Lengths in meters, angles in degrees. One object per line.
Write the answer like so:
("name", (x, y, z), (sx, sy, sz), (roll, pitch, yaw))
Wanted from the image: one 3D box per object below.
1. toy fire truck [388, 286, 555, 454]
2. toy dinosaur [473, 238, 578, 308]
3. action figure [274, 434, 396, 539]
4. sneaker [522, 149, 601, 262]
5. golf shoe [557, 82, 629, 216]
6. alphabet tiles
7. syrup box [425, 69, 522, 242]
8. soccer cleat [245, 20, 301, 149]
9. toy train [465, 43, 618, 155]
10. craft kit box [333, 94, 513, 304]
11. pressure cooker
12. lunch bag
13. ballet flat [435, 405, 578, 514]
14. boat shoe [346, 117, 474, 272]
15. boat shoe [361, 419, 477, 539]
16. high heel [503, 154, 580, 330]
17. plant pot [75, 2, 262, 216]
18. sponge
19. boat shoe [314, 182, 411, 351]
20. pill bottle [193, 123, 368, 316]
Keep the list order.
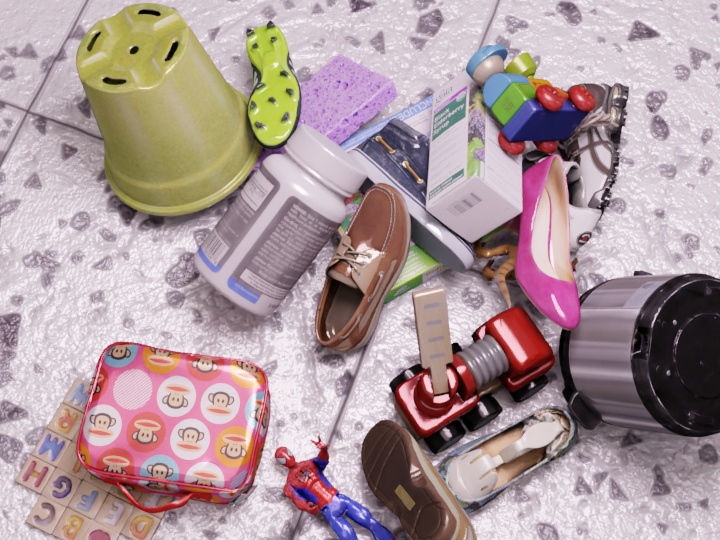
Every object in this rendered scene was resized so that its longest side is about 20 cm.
("toy fire truck", (0.117, 0.088, 1.290), (0.176, 0.200, 0.129), (-29, 73, -12))
("toy dinosaur", (0.177, -0.008, 1.361), (0.106, 0.200, 0.061), (5, 103, 39))
("action figure", (-0.020, 0.254, 1.280), (0.200, 0.099, 0.065), (41, 72, 15))
("sneaker", (0.218, -0.109, 1.410), (0.074, 0.089, 0.200), (2, 45, -45))
("golf shoe", (0.271, -0.144, 1.457), (0.094, 0.078, 0.200), (11, 58, 5))
("alphabet tiles", (-0.278, 0.211, 1.331), (0.166, 0.006, 0.200), (25, 70, 7))
("syrup box", (0.131, -0.139, 1.366), (0.081, 0.079, 0.200), (34, 42, -29))
("soccer cleat", (-0.099, -0.210, 1.421), (0.067, 0.081, 0.200), (-15, 51, 8))
("toy train", (0.211, -0.203, 1.377), (0.200, 0.085, 0.116), (-9, 57, -50))
("craft kit box", (0.055, -0.086, 1.440), (0.200, 0.049, 0.198), (-28, 70, -12))
("pressure cooker", (0.318, 0.088, 1.308), (0.175, 0.200, 0.179), (-1, 88, -25))
("lunch bag", (-0.203, 0.177, 1.300), (0.199, 0.082, 0.177), (11, 69, 1))
("ballet flat", (0.153, 0.206, 1.318), (0.200, 0.074, 0.074), (-31, 73, -13))
("boat shoe", (0.077, -0.092, 1.383), (0.091, 0.071, 0.200), (-42, 75, -14))
("boat shoe", (0.064, 0.238, 1.277), (0.072, 0.076, 0.200), (-50, 35, 13))
("high heel", (0.214, -0.033, 1.299), (0.067, 0.096, 0.200), (17, 39, -26))
("plant pot", (-0.231, -0.195, 1.366), (0.200, 0.184, 0.201), (-6, 58, 10))
("sponge", (-0.062, -0.181, 1.452), (0.200, 0.030, 0.111), (-40, 46, -15))
("boat shoe", (0.000, 0.000, 1.340), (0.076, 0.072, 0.201), (20, 102, 29))
("pill bottle", (-0.088, -0.058, 1.347), (0.114, 0.114, 0.200), (40, 100, 12))
